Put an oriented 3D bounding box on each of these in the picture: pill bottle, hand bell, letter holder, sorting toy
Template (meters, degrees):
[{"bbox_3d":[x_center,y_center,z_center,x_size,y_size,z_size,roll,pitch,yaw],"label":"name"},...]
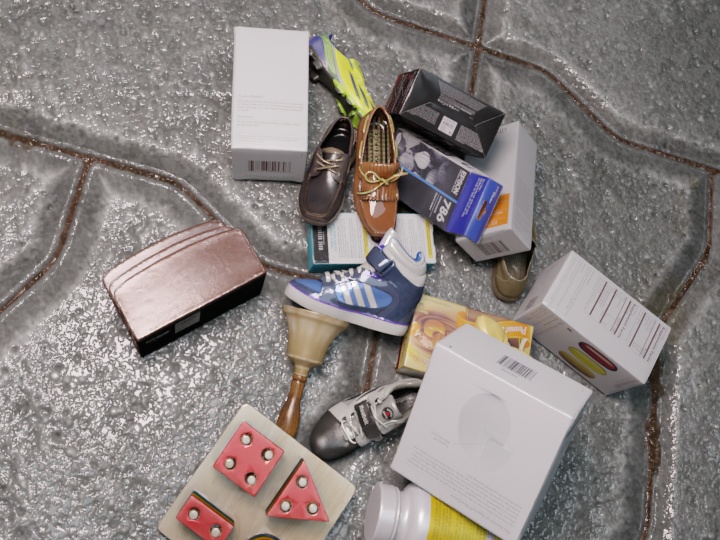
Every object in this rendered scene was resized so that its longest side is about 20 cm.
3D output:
[{"bbox_3d":[0.109,0.358,1.076,0.196,0.111,0.113,15,71,-10],"label":"pill bottle"},{"bbox_3d":[-0.090,0.161,1.110,0.102,0.104,0.204,16,82,-9],"label":"hand bell"},{"bbox_3d":[-0.255,0.004,1.097,0.198,0.101,0.144,-28,80,-20],"label":"letter holder"},{"bbox_3d":[-0.135,0.319,1.032,0.198,0.070,0.201,37,78,-1],"label":"sorting toy"}]

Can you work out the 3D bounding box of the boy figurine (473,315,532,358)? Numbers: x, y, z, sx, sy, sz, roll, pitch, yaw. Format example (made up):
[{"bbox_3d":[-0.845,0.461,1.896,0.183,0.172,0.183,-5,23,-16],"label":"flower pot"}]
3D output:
[{"bbox_3d":[0.207,0.164,1.126,0.123,0.064,0.203,-28,82,11],"label":"boy figurine"}]

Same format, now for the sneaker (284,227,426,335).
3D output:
[{"bbox_3d":[0.000,0.000,1.138,0.196,0.081,0.149,18,95,-5],"label":"sneaker"}]

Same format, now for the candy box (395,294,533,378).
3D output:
[{"bbox_3d":[0.161,0.120,1.188,0.196,0.055,0.118,17,73,-10],"label":"candy box"}]

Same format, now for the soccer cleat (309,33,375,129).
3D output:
[{"bbox_3d":[-0.016,-0.305,1.267,0.083,0.065,0.201,-37,85,-23],"label":"soccer cleat"}]

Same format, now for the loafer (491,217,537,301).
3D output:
[{"bbox_3d":[0.255,-0.053,1.257,0.074,0.067,0.204,6,73,-12],"label":"loafer"}]

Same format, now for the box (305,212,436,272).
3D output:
[{"bbox_3d":[0.016,-0.042,1.204,0.196,0.049,0.084,0,73,-14],"label":"box"}]

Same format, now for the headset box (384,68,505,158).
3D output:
[{"bbox_3d":[0.121,-0.244,1.205,0.147,0.200,0.076,25,97,-10],"label":"headset box"}]

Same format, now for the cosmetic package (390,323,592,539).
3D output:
[{"bbox_3d":[0.174,0.215,1.043,0.197,0.122,0.203,28,111,22],"label":"cosmetic package"}]

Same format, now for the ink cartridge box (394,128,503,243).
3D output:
[{"bbox_3d":[0.117,-0.131,1.184,0.199,0.101,0.039,36,24,33],"label":"ink cartridge box"}]

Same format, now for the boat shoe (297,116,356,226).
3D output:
[{"bbox_3d":[-0.052,-0.158,1.182,0.073,0.074,0.203,9,53,4],"label":"boat shoe"}]

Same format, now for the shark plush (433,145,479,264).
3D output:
[{"bbox_3d":[0.152,-0.111,1.253,0.083,0.091,0.201,-20,71,-50],"label":"shark plush"}]

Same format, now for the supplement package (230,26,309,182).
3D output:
[{"bbox_3d":[-0.139,-0.252,1.187,0.114,0.118,0.204,2,73,-6],"label":"supplement package"}]

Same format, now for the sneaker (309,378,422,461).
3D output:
[{"bbox_3d":[0.017,0.206,1.112,0.198,0.089,0.075,-28,83,-18],"label":"sneaker"}]

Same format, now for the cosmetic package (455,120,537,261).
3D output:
[{"bbox_3d":[0.217,-0.126,1.227,0.071,0.100,0.203,38,51,-41],"label":"cosmetic package"}]

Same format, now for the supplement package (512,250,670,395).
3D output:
[{"bbox_3d":[0.362,0.086,1.219,0.199,0.114,0.110,37,67,0],"label":"supplement package"}]

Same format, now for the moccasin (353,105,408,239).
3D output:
[{"bbox_3d":[0.030,-0.149,1.174,0.072,0.078,0.206,7,74,-11],"label":"moccasin"}]
